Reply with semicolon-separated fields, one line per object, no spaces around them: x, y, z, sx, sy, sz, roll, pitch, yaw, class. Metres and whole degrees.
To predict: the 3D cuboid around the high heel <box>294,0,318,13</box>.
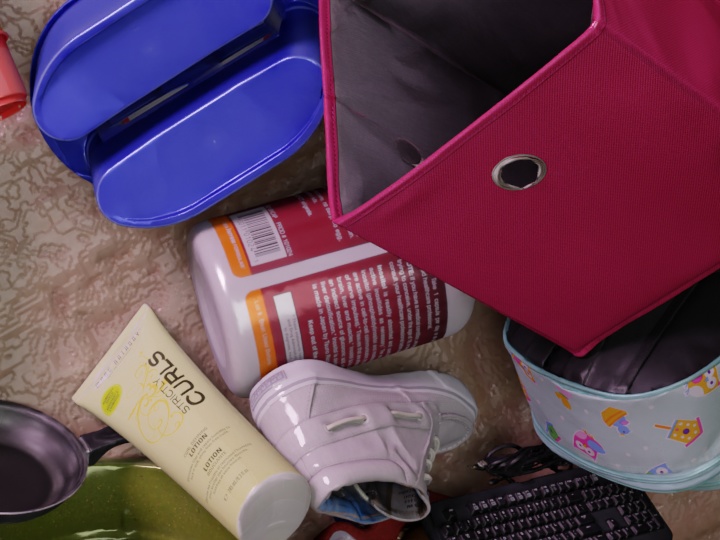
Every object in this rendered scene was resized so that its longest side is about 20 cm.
-0.086;-0.219;1.026;0.199;0.067;0.097;27;80;-29;high heel

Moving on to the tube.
-0.105;0.094;1.007;0.058;0.200;0.052;-19;126;-29;tube

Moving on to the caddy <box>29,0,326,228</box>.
-0.106;-0.119;1.012;0.199;0.105;0.142;-30;114;8;caddy

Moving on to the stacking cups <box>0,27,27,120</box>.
-0.251;-0.178;0.967;0.060;0.060;0.202;-21;88;-11;stacking cups

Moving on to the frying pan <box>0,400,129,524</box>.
-0.202;0.106;1.047;0.114;0.190;0.031;29;119;24;frying pan

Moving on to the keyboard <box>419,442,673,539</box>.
0.121;0.148;1.087;0.199;0.104;0.040;-5;138;-44;keyboard

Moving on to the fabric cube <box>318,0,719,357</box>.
0.114;-0.105;0.939;0.199;0.201;0.196;28;132;-34;fabric cube

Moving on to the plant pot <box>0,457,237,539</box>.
-0.152;0.243;1.025;0.198;0.200;0.192;-4;112;-14;plant pot

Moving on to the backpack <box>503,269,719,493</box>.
0.196;0.049;1.063;0.199;0.175;0.154;-33;126;-29;backpack

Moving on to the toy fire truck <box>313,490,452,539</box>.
0.035;0.218;1.073;0.168;0.112;0.200;40;45;-5;toy fire truck

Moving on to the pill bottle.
0.000;0.000;1.053;0.198;0.113;0.114;-16;101;-12;pill bottle

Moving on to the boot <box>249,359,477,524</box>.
0.019;0.116;1.043;0.199;0.096;0.074;10;133;-48;boot
